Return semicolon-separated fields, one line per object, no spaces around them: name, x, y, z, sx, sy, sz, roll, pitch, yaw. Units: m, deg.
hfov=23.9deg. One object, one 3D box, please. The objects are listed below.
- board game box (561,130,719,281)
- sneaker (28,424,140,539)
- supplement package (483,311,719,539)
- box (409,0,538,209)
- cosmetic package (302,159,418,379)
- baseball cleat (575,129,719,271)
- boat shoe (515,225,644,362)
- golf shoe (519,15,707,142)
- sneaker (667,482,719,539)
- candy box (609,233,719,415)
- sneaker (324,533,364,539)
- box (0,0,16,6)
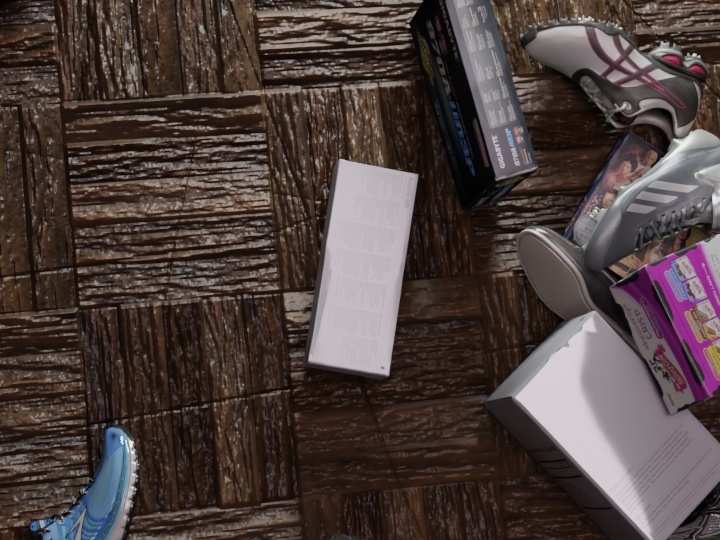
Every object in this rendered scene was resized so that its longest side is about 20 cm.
board game box;0.317;-0.030;1.725;0.199;0.035;0.136;33;77;-4
sneaker;-0.260;0.236;1.564;0.089;0.078;0.202;19;79;-3
supplement package;0.238;0.156;1.640;0.121;0.120;0.200;-43;91;-12
box;0.107;-0.172;1.646;0.046;0.159;0.202;-15;85;-10
cosmetic package;0.000;0.000;1.657;0.082;0.051;0.202;10;80;-6
baseball cleat;0.305;-0.058;1.656;0.106;0.070;0.200;36;69;25
boat shoe;0.234;0.026;1.693;0.200;0.067;0.057;48;52;-4
golf shoe;0.254;-0.196;1.713;0.198;0.077;0.089;15;73;-8
sneaker;0.356;0.226;1.661;0.199;0.078;0.086;-27;92;-33
candy box;0.346;0.040;1.628;0.199;0.061;0.137;-19;80;-37
sneaker;0.012;0.335;1.551;0.078;0.075;0.201;-27;90;12
box;-0.392;-0.351;1.631;0.099;0.075;0.202;-20;87;-12
